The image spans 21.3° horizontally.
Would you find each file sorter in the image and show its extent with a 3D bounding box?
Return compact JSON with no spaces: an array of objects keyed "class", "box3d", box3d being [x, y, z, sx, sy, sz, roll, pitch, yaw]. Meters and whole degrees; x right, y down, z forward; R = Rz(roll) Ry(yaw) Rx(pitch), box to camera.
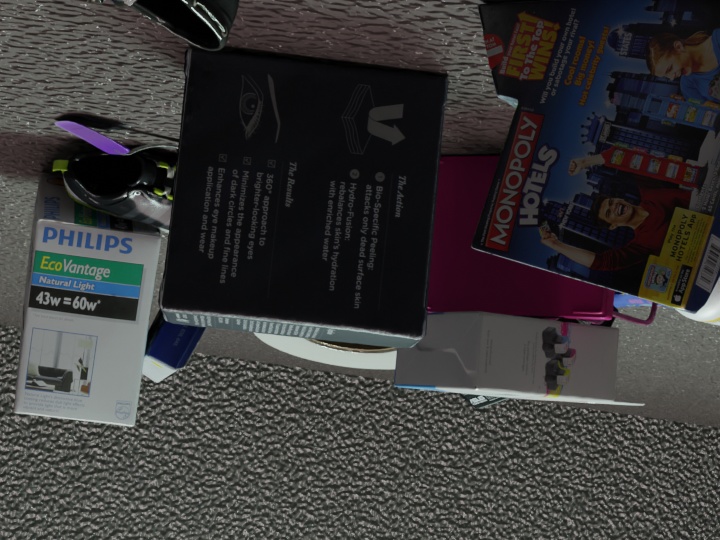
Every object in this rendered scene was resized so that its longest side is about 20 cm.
[{"class":"file sorter","box3d":[0.156,-0.021,1.696,0.199,0.140,0.125,1,172,31]}]

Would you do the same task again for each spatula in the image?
[{"class":"spatula","box3d":[-0.181,-0.109,1.750,0.199,0.021,0.056,9,177,-27]}]

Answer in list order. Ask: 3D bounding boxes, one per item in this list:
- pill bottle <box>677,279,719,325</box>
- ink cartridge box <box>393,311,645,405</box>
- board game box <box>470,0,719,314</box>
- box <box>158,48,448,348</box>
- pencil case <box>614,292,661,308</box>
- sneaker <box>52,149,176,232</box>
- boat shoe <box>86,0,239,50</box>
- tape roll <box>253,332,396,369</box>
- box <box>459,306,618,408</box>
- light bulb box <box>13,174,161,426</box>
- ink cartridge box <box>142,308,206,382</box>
[{"class":"pill bottle","box3d":[0.350,-0.002,1.764,0.199,0.113,0.112,13,169,-33]},{"class":"ink cartridge box","box3d":[0.142,0.077,1.656,0.199,0.068,0.115,8,174,-36]},{"class":"board game box","box3d":[0.153,-0.091,1.193,0.199,0.201,0.062,18,178,32]},{"class":"box","box3d":[-0.043,-0.050,1.449,0.199,0.198,0.117,6,172,-2]},{"class":"pencil case","box3d":[0.262,0.005,1.982,0.199,0.078,0.087,-1,-162,38]},{"class":"sneaker","box3d":[-0.194,-0.075,1.820,0.199,0.072,0.083,6,170,0]},{"class":"boat shoe","box3d":[-0.138,-0.181,1.124,0.068,0.057,0.200,0,169,38]},{"class":"tape roll","box3d":[0.000,0.000,1.845,0.202,0.140,0.203,7,160,2]},{"class":"box","box3d":[0.138,0.044,1.980,0.164,0.086,0.200,41,148,-15]},{"class":"light bulb box","box3d":[-0.278,0.027,1.938,0.124,0.201,0.198,7,-165,-11]},{"class":"ink cartridge box","box3d":[-0.167,0.015,1.985,0.047,0.198,0.200,30,166,-7]}]
